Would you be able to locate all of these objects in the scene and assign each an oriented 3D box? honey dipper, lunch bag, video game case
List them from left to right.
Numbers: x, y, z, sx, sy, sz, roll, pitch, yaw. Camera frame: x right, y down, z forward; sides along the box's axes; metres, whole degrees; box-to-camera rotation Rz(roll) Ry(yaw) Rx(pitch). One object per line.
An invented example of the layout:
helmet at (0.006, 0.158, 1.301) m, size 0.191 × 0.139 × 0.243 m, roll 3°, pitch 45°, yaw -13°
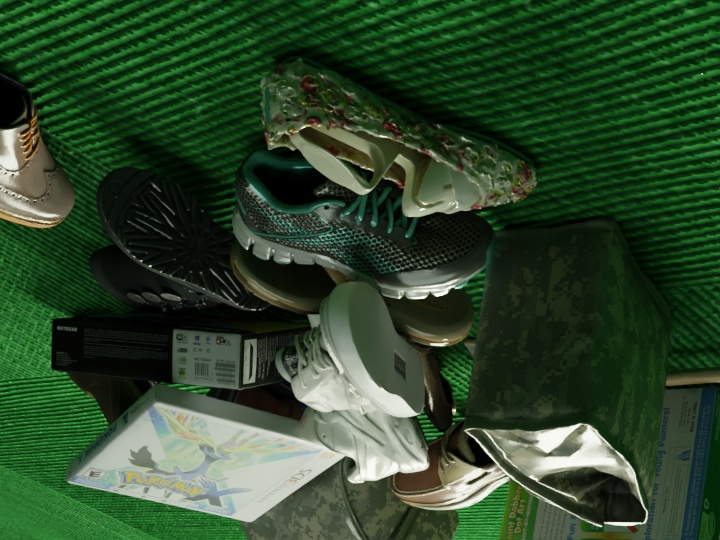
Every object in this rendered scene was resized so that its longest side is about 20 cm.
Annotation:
video game case at (-0.139, 0.171, 1.317) m, size 0.199 × 0.022 × 0.182 m, roll 19°, pitch 141°, yaw -29°
lunch bag at (-0.024, 0.233, 1.441) m, size 0.199 × 0.140 × 0.168 m, roll -11°, pitch 124°, yaw 45°
lunch bag at (0.165, 0.082, 1.067) m, size 0.117 × 0.165 × 0.200 m, roll -6°, pitch 148°, yaw 29°
honey dipper at (0.246, 0.087, 1.181) m, size 0.199 × 0.038 × 0.038 m, roll -9°, pitch 146°, yaw 36°

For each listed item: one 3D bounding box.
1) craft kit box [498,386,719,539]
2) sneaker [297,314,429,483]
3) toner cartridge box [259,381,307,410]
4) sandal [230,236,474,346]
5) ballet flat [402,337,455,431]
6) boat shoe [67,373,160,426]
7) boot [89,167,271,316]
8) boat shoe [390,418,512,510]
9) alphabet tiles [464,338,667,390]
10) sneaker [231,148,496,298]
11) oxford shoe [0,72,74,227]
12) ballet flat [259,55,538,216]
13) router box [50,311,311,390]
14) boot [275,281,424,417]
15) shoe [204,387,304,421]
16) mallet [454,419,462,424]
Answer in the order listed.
craft kit box at (0.213, 0.202, 1.240) m, size 0.197 × 0.201 × 0.048 m, roll -5°, pitch 151°, yaw 39°
sneaker at (-0.016, 0.106, 1.242) m, size 0.099 × 0.078 × 0.201 m, roll -24°, pitch 111°, yaw 1°
toner cartridge box at (-0.045, 0.139, 1.470) m, size 0.095 × 0.043 × 0.200 m, roll -9°, pitch 146°, yaw 42°
sandal at (0.000, 0.000, 1.110) m, size 0.199 × 0.081 × 0.054 m, roll 18°, pitch 141°, yaw -9°
ballet flat at (0.060, 0.088, 1.291) m, size 0.046 × 0.068 × 0.200 m, roll -32°, pitch 147°, yaw -2°
boat shoe at (-0.226, 0.109, 1.414) m, size 0.066 × 0.072 × 0.201 m, roll -13°, pitch -147°, yaw -33°
boot at (-0.173, -0.017, 1.177) m, size 0.165 × 0.066 × 0.200 m, roll 38°, pitch 163°, yaw -23°
boat shoe at (0.102, 0.158, 1.290) m, size 0.199 × 0.076 × 0.072 m, roll -26°, pitch 140°, yaw 31°
alphabet tiles at (0.200, 0.113, 1.309) m, size 0.166 × 0.008 × 0.200 m, roll 3°, pitch 153°, yaw 26°
sneaker at (-0.003, -0.038, 1.028) m, size 0.199 × 0.078 × 0.091 m, roll 9°, pitch 151°, yaw 12°
oxford shoe at (-0.264, -0.095, 1.067) m, size 0.073 × 0.072 × 0.200 m, roll -4°, pitch 150°, yaw 27°
ballet flat at (0.021, -0.072, 0.946) m, size 0.199 × 0.064 × 0.076 m, roll 21°, pitch 155°, yaw -14°
router box at (-0.154, 0.068, 1.299) m, size 0.199 × 0.051 × 0.149 m, roll 3°, pitch -177°, yaw 26°
boot at (-0.020, 0.067, 1.070) m, size 0.095 × 0.074 × 0.200 m, roll -5°, pitch 155°, yaw 15°
shoe at (-0.119, 0.160, 1.420) m, size 0.091 × 0.072 × 0.200 m, roll 23°, pitch 154°, yaw -9°
mallet at (0.180, 0.195, 1.469) m, size 0.199 × 0.041 × 0.066 m, roll 26°, pitch 158°, yaw -32°
